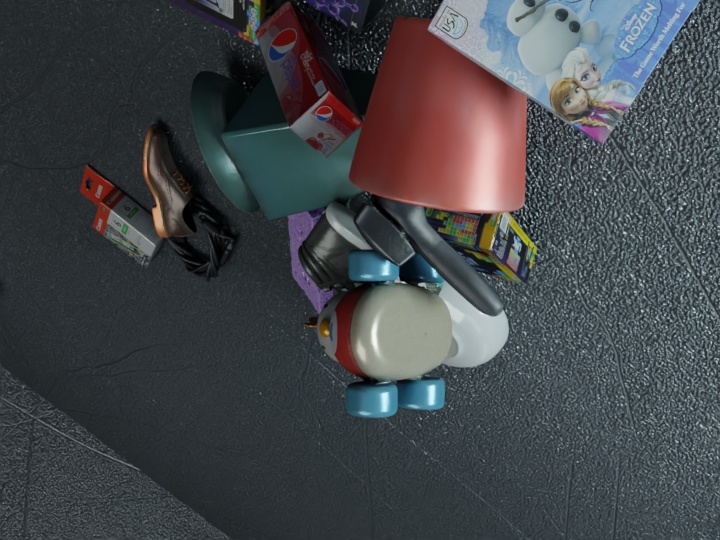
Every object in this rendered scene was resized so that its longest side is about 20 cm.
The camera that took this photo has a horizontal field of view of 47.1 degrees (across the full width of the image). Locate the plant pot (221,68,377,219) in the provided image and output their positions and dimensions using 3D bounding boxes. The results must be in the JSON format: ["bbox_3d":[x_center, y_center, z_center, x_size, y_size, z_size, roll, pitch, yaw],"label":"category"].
[{"bbox_3d":[-0.046,-0.173,1.075,0.197,0.143,0.143,-4,131,32],"label":"plant pot"}]

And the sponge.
[{"bbox_3d":[-0.080,-0.038,1.293,0.112,0.029,0.203,53,155,42],"label":"sponge"}]

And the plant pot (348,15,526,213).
[{"bbox_3d":[0.094,-0.172,0.888,0.197,0.199,0.181,15,107,26],"label":"plant pot"}]

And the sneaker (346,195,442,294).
[{"bbox_3d":[0.053,-0.031,1.215,0.090,0.078,0.202,-30,94,22],"label":"sneaker"}]

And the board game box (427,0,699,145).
[{"bbox_3d":[0.194,-0.255,0.751,0.197,0.043,0.202,33,105,4],"label":"board game box"}]

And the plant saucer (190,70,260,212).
[{"bbox_3d":[-0.166,-0.183,1.139,0.035,0.202,0.202,-17,125,17],"label":"plant saucer"}]

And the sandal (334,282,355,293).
[{"bbox_3d":[-0.009,0.046,1.383,0.200,0.043,0.076,46,145,-14],"label":"sandal"}]

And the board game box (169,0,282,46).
[{"bbox_3d":[-0.171,-0.395,0.991,0.163,0.057,0.201,30,146,12],"label":"board game box"}]

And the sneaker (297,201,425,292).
[{"bbox_3d":[0.000,0.000,1.105,0.199,0.071,0.099,38,120,-26],"label":"sneaker"}]

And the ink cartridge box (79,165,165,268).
[{"bbox_3d":[-0.471,-0.101,1.598,0.199,0.051,0.109,39,146,-5],"label":"ink cartridge box"}]

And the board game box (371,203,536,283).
[{"bbox_3d":[0.122,-0.047,1.052,0.163,0.058,0.199,15,174,26],"label":"board game box"}]

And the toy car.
[{"bbox_3d":[-0.005,0.073,1.025,0.197,0.175,0.189,-1,88,43],"label":"toy car"}]

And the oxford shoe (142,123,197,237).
[{"bbox_3d":[-0.317,-0.150,1.393,0.071,0.072,0.203,3,124,10],"label":"oxford shoe"}]

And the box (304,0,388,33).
[{"bbox_3d":[-0.019,-0.376,0.865,0.139,0.079,0.201,29,145,5],"label":"box"}]

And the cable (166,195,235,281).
[{"bbox_3d":[-0.312,-0.060,1.512,0.162,0.051,0.200,38,146,-3],"label":"cable"}]

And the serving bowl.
[{"bbox_3d":[0.129,0.085,1.292,0.197,0.066,0.202,23,144,17],"label":"serving bowl"}]

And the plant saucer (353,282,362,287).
[{"bbox_3d":[0.004,0.013,1.234,0.202,0.027,0.200,60,-178,-3],"label":"plant saucer"}]

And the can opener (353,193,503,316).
[{"bbox_3d":[0.083,-0.019,0.927,0.199,0.079,0.063,40,-173,-10],"label":"can opener"}]

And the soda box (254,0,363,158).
[{"bbox_3d":[-0.062,-0.228,0.966,0.063,0.202,0.070,-37,137,19],"label":"soda box"}]
